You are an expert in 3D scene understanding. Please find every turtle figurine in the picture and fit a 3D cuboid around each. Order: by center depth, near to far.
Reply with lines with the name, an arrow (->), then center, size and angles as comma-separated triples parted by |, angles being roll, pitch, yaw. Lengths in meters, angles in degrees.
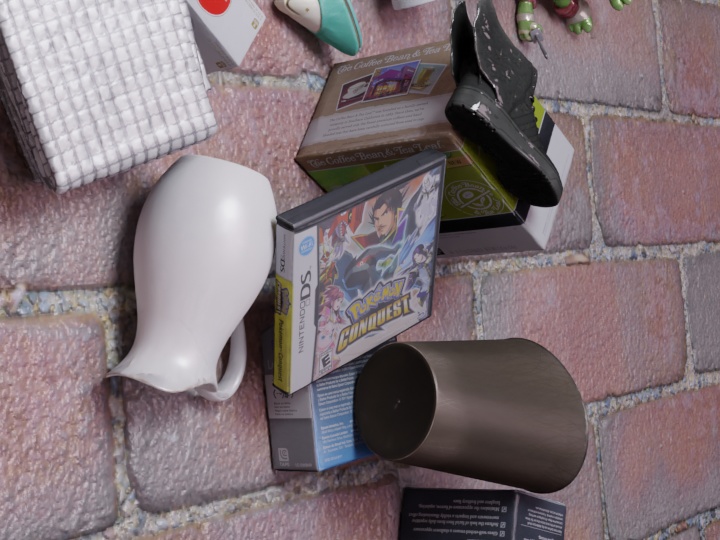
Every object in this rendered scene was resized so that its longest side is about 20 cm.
turtle figurine -> 0.275, -0.336, 1.736 | 0.194, 0.200, 0.144 | 4, 117, -55

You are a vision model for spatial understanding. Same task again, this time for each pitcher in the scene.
pitcher -> -0.133, 0.013, 1.209 | 0.171, 0.121, 0.201 | 30, 72, -66

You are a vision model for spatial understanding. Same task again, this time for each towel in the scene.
towel -> -0.218, -0.177, 1.104 | 0.165, 0.085, 0.201 | -27, 107, -30

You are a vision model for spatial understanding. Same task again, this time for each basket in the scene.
basket -> 0.102, 0.135, 1.359 | 0.199, 0.136, 0.181 | 11, 34, -42

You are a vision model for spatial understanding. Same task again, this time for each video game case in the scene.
video game case -> 0.000, 0.000, 1.265 | 0.200, 0.025, 0.182 | -26, 132, -39

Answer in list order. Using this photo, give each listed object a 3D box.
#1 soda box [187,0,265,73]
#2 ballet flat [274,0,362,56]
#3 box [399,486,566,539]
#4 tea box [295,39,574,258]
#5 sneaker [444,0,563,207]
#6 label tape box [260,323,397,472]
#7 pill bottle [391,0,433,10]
soda box -> -0.173, -0.268, 1.219 | 0.200, 0.063, 0.068 | 50, 50, -35
ballet flat -> -0.064, -0.299, 1.372 | 0.070, 0.067, 0.201 | -30, 111, -23
box -> 0.124, 0.337, 1.455 | 0.107, 0.148, 0.201 | 24, 68, -47
tea box -> 0.079, -0.120, 1.410 | 0.197, 0.199, 0.134 | 45, 54, -37
sneaker -> 0.142, -0.154, 1.286 | 0.200, 0.060, 0.105 | 42, 60, -35
label tape box -> -0.027, 0.087, 1.361 | 0.144, 0.063, 0.201 | -6, 91, -51
pill bottle -> 0.047, -0.389, 1.472 | 0.112, 0.112, 0.201 | -34, 111, -48
